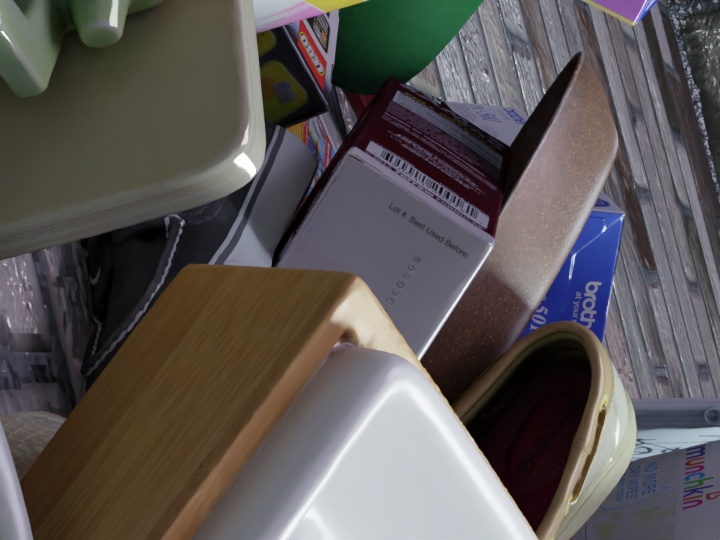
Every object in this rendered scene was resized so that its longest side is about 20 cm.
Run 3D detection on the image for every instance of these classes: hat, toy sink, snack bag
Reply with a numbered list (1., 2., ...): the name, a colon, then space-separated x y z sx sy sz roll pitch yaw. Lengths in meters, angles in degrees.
1. hat: -0.019 -0.097 1.357 0.200 0.176 0.166 21 21 -19
2. toy sink: -0.109 -0.114 0.738 0.112 0.130 0.200 57 22 -54
3. snack bag: 0.104 0.071 1.311 0.200 0.188 0.021 43 48 -74

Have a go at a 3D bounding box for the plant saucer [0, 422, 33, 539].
1. plant saucer: -0.128 0.055 0.620 0.200 0.050 0.200 -17 90 -76

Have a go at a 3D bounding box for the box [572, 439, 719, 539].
1. box: 0.083 0.159 1.152 0.200 0.176 0.097 -65 139 -70

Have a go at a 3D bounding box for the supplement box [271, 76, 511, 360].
1. supplement box: 0.000 0.000 1.077 0.061 0.109 0.200 33 11 -2

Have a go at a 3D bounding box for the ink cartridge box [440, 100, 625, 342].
1. ink cartridge box: 0.071 -0.011 1.402 0.200 0.044 0.094 -123 -140 -70

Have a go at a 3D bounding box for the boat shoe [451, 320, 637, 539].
1. boat shoe: 0.028 0.099 1.047 0.200 0.074 0.066 -57 155 -25

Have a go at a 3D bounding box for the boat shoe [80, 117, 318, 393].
1. boat shoe: -0.064 -0.006 0.987 0.057 0.069 0.200 39 23 -7

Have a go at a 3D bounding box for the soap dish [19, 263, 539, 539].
1. soap dish: -0.030 0.098 0.798 0.157 0.081 0.200 -54 150 -12

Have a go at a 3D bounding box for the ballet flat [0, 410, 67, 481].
1. ballet flat: -0.063 0.071 0.875 0.200 0.062 0.068 18 57 -75

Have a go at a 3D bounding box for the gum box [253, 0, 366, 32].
1. gum box: -0.076 -0.114 0.919 0.200 0.113 0.066 16 60 -76

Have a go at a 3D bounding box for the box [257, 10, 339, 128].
1. box: -0.067 -0.161 1.146 0.200 0.035 0.110 61 18 -28

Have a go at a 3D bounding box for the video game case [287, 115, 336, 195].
1. video game case: -0.034 -0.044 1.246 0.143 0.017 0.200 -89 160 -53

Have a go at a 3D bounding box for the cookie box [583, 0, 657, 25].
1. cookie box: 0.079 -0.192 1.341 0.075 0.171 0.200 -64 174 18

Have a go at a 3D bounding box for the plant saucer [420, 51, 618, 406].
1. plant saucer: 0.046 0.009 1.158 0.034 0.200 0.200 30 19 -2
